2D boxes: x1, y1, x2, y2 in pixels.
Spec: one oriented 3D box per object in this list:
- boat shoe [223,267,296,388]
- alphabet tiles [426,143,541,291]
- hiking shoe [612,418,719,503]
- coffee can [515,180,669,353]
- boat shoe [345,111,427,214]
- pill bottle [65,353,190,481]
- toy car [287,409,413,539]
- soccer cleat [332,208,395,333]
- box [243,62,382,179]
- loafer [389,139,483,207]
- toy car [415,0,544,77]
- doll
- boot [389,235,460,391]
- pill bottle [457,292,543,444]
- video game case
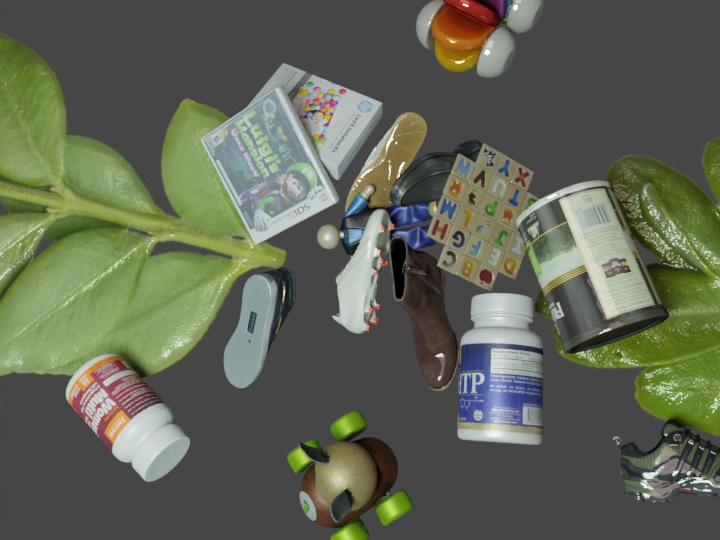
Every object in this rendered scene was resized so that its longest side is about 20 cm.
[{"bbox_3d":[-0.156,0.092,1.114,0.070,0.091,0.202,26,111,20],"label":"boat shoe"},{"bbox_3d":[0.191,-0.080,1.039,0.165,0.006,0.202,25,82,-20],"label":"alphabet tiles"},{"bbox_3d":[0.442,0.245,0.908,0.198,0.076,0.102,-13,77,12],"label":"hiking shoe"},{"bbox_3d":[0.321,-0.003,0.965,0.145,0.146,0.202,-20,72,9],"label":"coffee can"},{"bbox_3d":[0.043,-0.167,1.126,0.070,0.069,0.201,32,105,-11],"label":"boat shoe"},{"bbox_3d":[-0.373,0.236,1.109,0.200,0.110,0.110,39,88,20],"label":"pill bottle"},{"bbox_3d":[-0.034,0.295,0.956,0.157,0.200,0.165,-35,70,4],"label":"toy car"},{"bbox_3d":[0.000,0.000,1.064,0.077,0.069,0.202,18,107,23],"label":"soccer cleat"},{"bbox_3d":[-0.085,-0.254,1.158,0.198,0.041,0.157,26,63,14],"label":"box"},{"bbox_3d":[0.133,-0.138,1.046,0.199,0.073,0.072,-27,61,-26],"label":"loafer"},{"bbox_3d":[0.187,-0.427,1.105,0.174,0.150,0.201,32,86,20],"label":"toy car"},{"bbox_3d":[0.028,-0.069,1.098,0.197,0.048,0.138,-9,99,9],"label":"doll"},{"bbox_3d":[0.083,0.065,0.996,0.072,0.166,0.202,-10,70,25],"label":"boot"},{"bbox_3d":[0.199,0.140,0.976,0.118,0.120,0.203,0,76,15],"label":"pill bottle"},{"bbox_3d":[-0.150,-0.166,1.122,0.181,0.023,0.202,-24,97,29],"label":"video game case"}]
